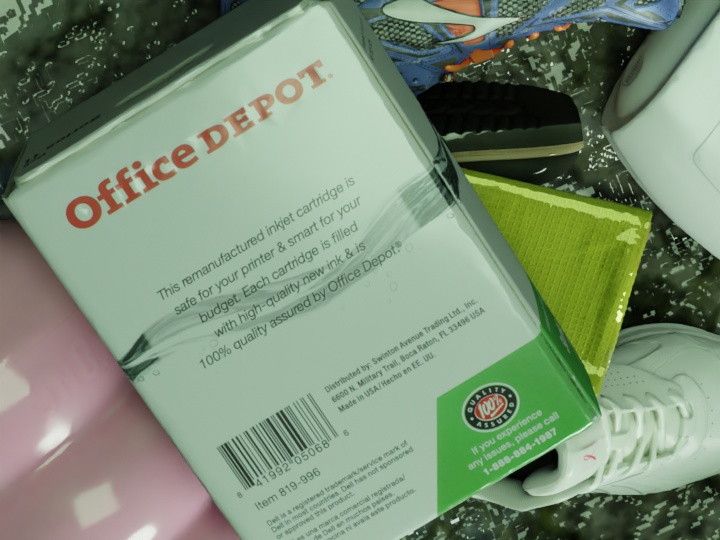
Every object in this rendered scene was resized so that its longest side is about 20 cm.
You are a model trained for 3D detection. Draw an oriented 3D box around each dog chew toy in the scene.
[{"bbox_3d":[-0.117,0.078,1.084,0.125,0.125,0.200,-39,95,0],"label":"dog chew toy"}]

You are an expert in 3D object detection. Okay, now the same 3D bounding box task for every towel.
[{"bbox_3d":[0.012,-0.007,1.083,0.200,0.018,0.086,13,114,-6],"label":"towel"}]

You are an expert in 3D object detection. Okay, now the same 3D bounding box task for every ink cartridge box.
[{"bbox_3d":[-0.022,0.002,1.033,0.147,0.083,0.200,-30,107,8],"label":"ink cartridge box"}]

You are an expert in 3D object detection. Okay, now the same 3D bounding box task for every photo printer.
[{"bbox_3d":[0.212,-0.087,1.148,0.166,0.069,0.200,34,95,-17],"label":"photo printer"}]

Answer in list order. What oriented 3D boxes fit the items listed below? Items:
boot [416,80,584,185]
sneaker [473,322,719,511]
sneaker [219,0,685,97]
[{"bbox_3d":[0.000,0.000,1.132,0.200,0.077,0.138,-7,109,4],"label":"boot"},{"bbox_3d":[0.096,0.072,1.147,0.200,0.099,0.078,-4,104,-10],"label":"sneaker"},{"bbox_3d":[0.035,-0.110,1.112,0.200,0.075,0.079,1,104,-2],"label":"sneaker"}]
